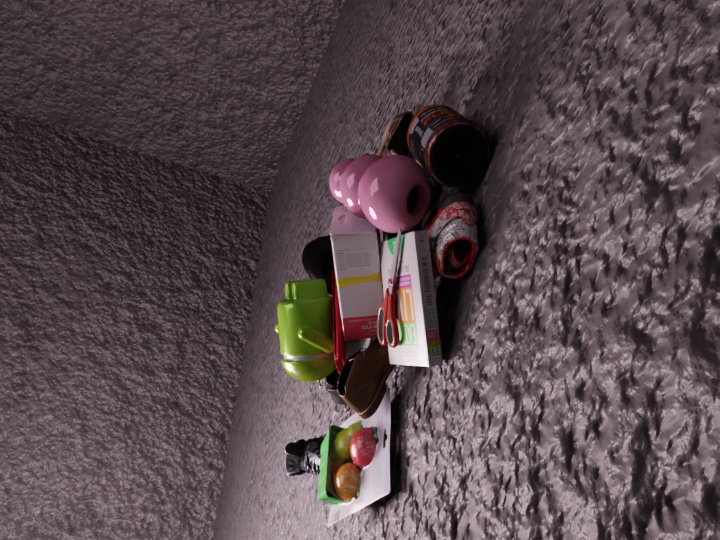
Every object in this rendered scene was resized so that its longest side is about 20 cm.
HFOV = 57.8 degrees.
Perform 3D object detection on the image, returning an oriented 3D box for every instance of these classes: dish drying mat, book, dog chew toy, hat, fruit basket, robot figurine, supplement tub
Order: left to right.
[{"bbox_3d":[-0.099,0.119,1.253,0.175,0.114,0.204,-3,91,63],"label":"robot figurine"},{"bbox_3d":[-0.040,0.088,1.212,0.077,0.018,0.203,77,-172,-55],"label":"dish drying mat"},{"bbox_3d":[-0.030,0.008,1.381,0.203,0.196,0.082,-92,2,-47],"label":"hat"},{"bbox_3d":[0.003,0.330,1.143,0.200,0.093,0.188,-40,35,39],"label":"fruit basket"},{"bbox_3d":[0.023,-0.138,1.094,0.198,0.123,0.127,22,97,42],"label":"dog chew toy"},{"bbox_3d":[0.081,0.047,1.037,0.133,0.047,0.204,164,100,-69],"label":"book"},{"bbox_3d":[0.137,-0.215,1.090,0.201,0.105,0.108,-112,40,-65],"label":"supplement tub"}]

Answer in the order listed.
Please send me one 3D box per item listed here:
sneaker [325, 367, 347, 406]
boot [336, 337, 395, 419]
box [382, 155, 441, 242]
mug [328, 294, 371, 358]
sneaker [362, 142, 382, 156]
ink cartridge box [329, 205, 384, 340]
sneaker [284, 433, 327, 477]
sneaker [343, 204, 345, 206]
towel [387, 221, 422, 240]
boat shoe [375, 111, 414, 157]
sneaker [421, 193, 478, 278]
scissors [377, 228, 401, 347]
[{"bbox_3d":[-0.035,0.225,1.316,0.200,0.089,0.077,129,143,-59],"label":"sneaker"},{"bbox_3d":[0.020,0.155,1.155,0.073,0.075,0.202,-32,26,47],"label":"boot"},{"bbox_3d":[0.097,-0.145,1.289,0.201,0.037,0.138,122,157,-47],"label":"box"},{"bbox_3d":[-0.065,0.127,1.439,0.179,0.132,0.200,-60,15,11],"label":"mug"},{"bbox_3d":[0.053,-0.245,1.479,0.200,0.075,0.116,-112,41,-61],"label":"sneaker"},{"bbox_3d":[0.000,0.000,1.175,0.146,0.082,0.203,-87,-9,-64],"label":"ink cartridge box"},{"bbox_3d":[-0.093,0.391,1.305,0.200,0.112,0.077,-150,56,-76],"label":"sneaker"},{"bbox_3d":[-0.009,-0.097,1.321,0.074,0.099,0.203,9,77,52],"label":"sneaker"},{"bbox_3d":[0.074,-0.045,1.182,0.112,0.048,0.204,-165,76,-76],"label":"towel"},{"bbox_3d":[0.065,-0.214,1.273,0.072,0.071,0.203,177,113,-75],"label":"boat shoe"},{"bbox_3d":[0.121,-0.017,1.033,0.109,0.066,0.202,-88,22,-45],"label":"sneaker"},{"bbox_3d":[0.045,0.028,1.048,0.073,0.014,0.204,-148,56,-67],"label":"scissors"}]
